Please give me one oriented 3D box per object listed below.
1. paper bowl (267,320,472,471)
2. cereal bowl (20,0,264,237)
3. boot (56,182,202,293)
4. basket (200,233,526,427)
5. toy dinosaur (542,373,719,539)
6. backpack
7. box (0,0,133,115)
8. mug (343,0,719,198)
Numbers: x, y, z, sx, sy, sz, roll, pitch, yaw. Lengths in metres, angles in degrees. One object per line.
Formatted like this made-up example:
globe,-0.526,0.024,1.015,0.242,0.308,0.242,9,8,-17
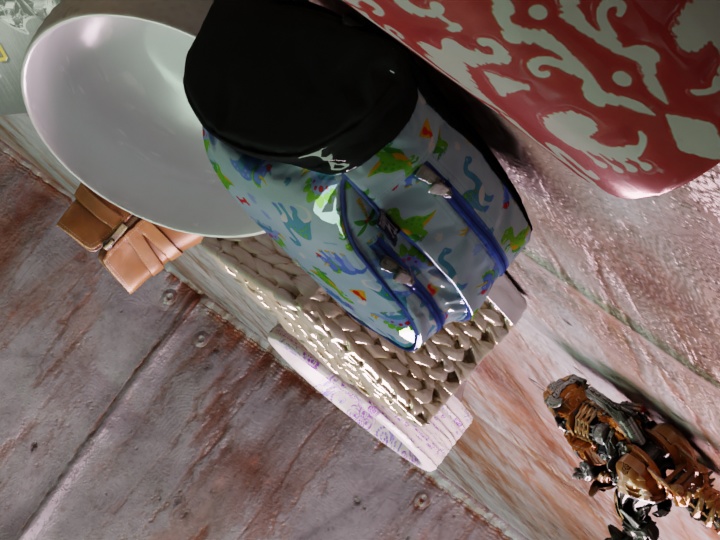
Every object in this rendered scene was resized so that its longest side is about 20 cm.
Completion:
paper bowl,0.019,0.086,2.309,0.200,0.105,0.201,38,174,5
cereal bowl,-0.108,-0.116,1.566,0.199,0.084,0.201,16,145,11
boot,-0.149,-0.039,2.152,0.200,0.155,0.074,39,173,-2
basket,0.000,0.000,1.736,0.135,0.124,0.200,31,169,43
toy dinosaur,0.208,0.153,1.817,0.200,0.102,0.136,-117,4,-46
backpack,0.007,-0.050,1.380,0.163,0.155,0.200,23,178,43
box,-0.253,-0.180,1.665,0.199,0.048,0.159,-2,129,34
mug,0.043,-0.115,0.696,0.200,0.134,0.177,38,176,-24
